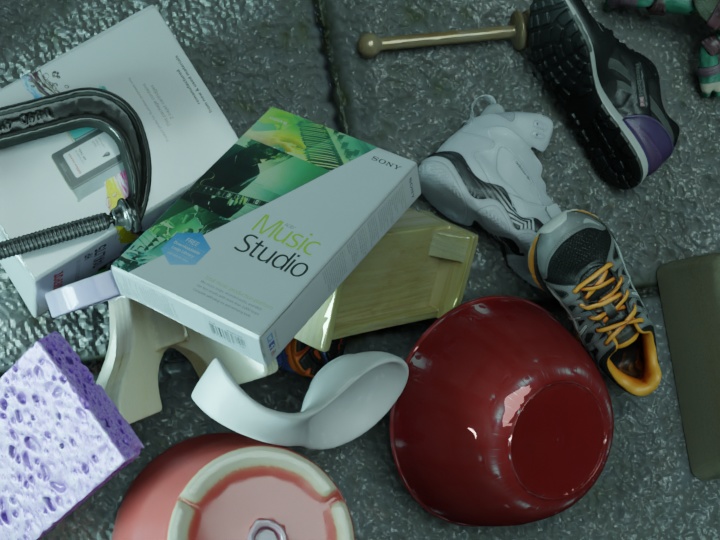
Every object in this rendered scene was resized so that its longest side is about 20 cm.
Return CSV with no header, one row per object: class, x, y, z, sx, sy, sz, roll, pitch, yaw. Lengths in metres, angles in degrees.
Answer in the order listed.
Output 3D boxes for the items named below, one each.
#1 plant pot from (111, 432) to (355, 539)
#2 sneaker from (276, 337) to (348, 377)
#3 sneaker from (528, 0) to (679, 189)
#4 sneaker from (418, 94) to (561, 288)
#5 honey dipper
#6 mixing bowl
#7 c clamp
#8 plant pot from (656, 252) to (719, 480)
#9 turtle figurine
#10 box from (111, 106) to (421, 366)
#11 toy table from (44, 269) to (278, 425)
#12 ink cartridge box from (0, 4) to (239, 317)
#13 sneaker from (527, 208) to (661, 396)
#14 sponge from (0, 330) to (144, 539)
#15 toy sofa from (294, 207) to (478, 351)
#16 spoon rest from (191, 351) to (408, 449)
plant pot,-0.089,0.216,1.137,0.197,0.177,0.204,3,76,-13
sneaker,-0.041,0.000,1.255,0.076,0.078,0.202,51,48,-37
sneaker,0.227,-0.182,1.357,0.087,0.075,0.202,-36,106,-29
sneaker,0.155,-0.068,1.315,0.199,0.075,0.116,36,70,-5
honey dipper,0.093,-0.217,1.361,0.197,0.038,0.039,-8,78,-10
mixing bowl,0.134,0.127,1.208,0.198,0.108,0.203,-4,98,-27
c clamp,-0.242,-0.046,1.095,0.198,0.027,0.173,-22,79,-15
plant pot,0.399,0.064,1.287,0.197,0.177,0.203,-5,78,-13
turtle figurine,0.341,-0.256,1.396,0.198,0.101,0.151,26,73,0
box,-0.067,-0.032,1.085,0.143,0.037,0.200,23,53,28
toy table,-0.156,0.048,1.174,0.199,0.182,0.119,-19,91,-49
ink cartridge box,-0.220,-0.085,1.196,0.199,0.147,0.147,-32,86,-17
sneaker,0.208,0.028,1.250,0.078,0.077,0.201,-35,127,1
sponge,-0.261,0.146,1.121,0.112,0.200,0.030,52,30,5
toy sofa,0.000,0.000,1.192,0.097,0.199,0.084,24,109,32
spoon rest,-0.036,0.103,1.127,0.198,0.100,0.061,5,38,-47
